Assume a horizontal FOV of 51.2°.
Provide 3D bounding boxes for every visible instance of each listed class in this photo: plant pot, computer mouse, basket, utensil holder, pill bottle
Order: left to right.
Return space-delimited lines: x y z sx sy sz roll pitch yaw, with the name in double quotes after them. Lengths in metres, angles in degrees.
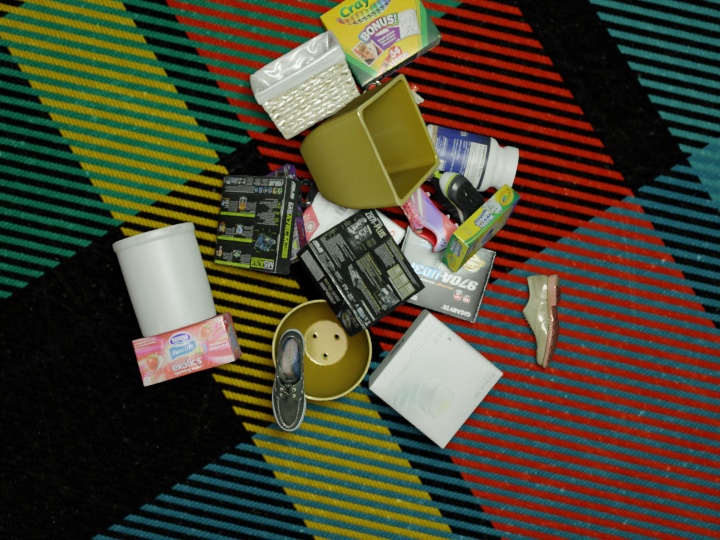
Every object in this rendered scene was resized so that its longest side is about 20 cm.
-0.402 0.020 1.552 0.169 0.170 0.201 -15 93 1 "utensil holder"
-0.110 -0.378 1.538 0.199 0.136 0.124 -29 123 5 "basket"
-0.087 -0.205 1.568 0.058 0.034 0.201 11 56 15 "computer mouse"
-0.076 0.158 1.562 0.199 0.142 0.202 0 90 1 "plant pot"
0.003 -0.232 1.460 0.199 0.194 0.196 -11 115 38 "plant pot"
0.222 -0.229 1.567 0.199 0.116 0.117 12 91 0 "pill bottle"

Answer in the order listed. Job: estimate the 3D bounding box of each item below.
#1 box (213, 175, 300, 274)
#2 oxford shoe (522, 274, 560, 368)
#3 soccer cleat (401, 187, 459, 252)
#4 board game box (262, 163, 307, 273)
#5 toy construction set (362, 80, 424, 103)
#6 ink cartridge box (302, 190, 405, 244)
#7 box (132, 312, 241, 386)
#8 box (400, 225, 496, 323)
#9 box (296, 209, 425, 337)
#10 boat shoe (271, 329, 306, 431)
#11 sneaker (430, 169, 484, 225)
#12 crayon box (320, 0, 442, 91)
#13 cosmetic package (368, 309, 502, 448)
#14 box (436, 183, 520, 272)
-0.217 -0.098 1.553 0.199 0.047 0.195 6 92 41 "box"
0.385 0.107 1.606 0.073 0.071 0.201 4 92 26 "oxford shoe"
0.119 -0.123 1.569 0.076 0.067 0.200 -36 72 -22 "soccer cleat"
-0.170 -0.107 1.559 0.120 0.032 0.201 -24 70 41 "board game box"
0.044 -0.321 1.574 0.131 0.092 0.200 36 91 -10 "toy construction set"
-0.025 -0.080 1.587 0.200 0.083 0.146 36 91 0 "ink cartridge box"
-0.364 0.164 1.588 0.199 0.095 0.103 -15 90 1 "box"
0.172 0.007 1.605 0.199 0.046 0.160 18 90 0 "box"
0.000 0.000 1.470 0.163 0.086 0.201 -34 89 -26 "box"
-0.141 0.216 1.464 0.068 0.057 0.202 1 91 0 "boat shoe"
0.197 -0.154 1.549 0.083 0.200 0.072 30 79 29 "sneaker"
0.043 -0.509 1.592 0.199 0.058 0.173 -32 91 1 "crayon box"
0.154 0.223 1.572 0.200 0.123 0.200 38 91 -1 "cosmetic package"
0.236 -0.078 1.529 0.200 0.118 0.048 -40 74 -23 "box"
